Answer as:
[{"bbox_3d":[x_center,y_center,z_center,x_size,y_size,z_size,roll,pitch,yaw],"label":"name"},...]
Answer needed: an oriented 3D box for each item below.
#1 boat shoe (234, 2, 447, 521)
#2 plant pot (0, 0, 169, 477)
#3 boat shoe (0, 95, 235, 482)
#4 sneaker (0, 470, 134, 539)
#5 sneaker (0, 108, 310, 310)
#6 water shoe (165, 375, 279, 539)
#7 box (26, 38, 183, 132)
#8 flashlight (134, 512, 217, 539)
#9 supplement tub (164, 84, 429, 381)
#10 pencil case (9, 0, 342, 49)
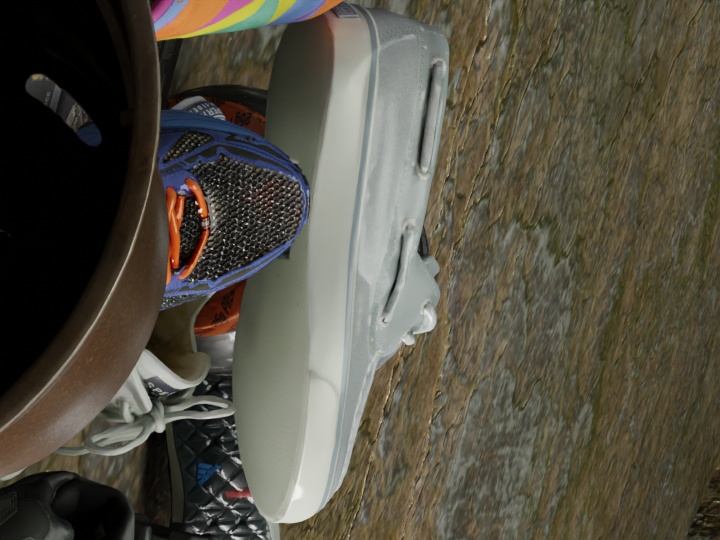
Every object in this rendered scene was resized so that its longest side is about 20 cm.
[{"bbox_3d":[0.000,-0.001,1.072,0.070,0.071,0.202,24,-71,61],"label":"boat shoe"},{"bbox_3d":[-0.140,-0.023,0.762,0.198,0.199,0.201,69,40,-80],"label":"plant pot"},{"bbox_3d":[-0.087,0.032,1.060,0.202,0.086,0.075,-51,169,28],"label":"boat shoe"},{"bbox_3d":[-0.124,0.128,1.142,0.090,0.067,0.200,-35,162,3],"label":"sneaker"},{"bbox_3d":[-0.099,-0.004,0.932,0.199,0.078,0.076,-14,115,-32],"label":"sneaker"},{"bbox_3d":[-0.068,0.077,1.385,0.079,0.071,0.201,-107,-156,-65],"label":"water shoe"},{"bbox_3d":[-0.107,-0.112,1.020,0.158,0.048,0.201,-16,123,-71],"label":"box"},{"bbox_3d":[-0.120,0.219,1.336,0.068,0.067,0.201,19,83,-83],"label":"flashlight"},{"bbox_3d":[-0.046,-0.012,1.213,0.200,0.122,0.123,26,82,-74],"label":"supplement tub"},{"bbox_3d":[-0.057,-0.121,0.943,0.200,0.088,0.089,-22,128,-71],"label":"pencil case"}]
